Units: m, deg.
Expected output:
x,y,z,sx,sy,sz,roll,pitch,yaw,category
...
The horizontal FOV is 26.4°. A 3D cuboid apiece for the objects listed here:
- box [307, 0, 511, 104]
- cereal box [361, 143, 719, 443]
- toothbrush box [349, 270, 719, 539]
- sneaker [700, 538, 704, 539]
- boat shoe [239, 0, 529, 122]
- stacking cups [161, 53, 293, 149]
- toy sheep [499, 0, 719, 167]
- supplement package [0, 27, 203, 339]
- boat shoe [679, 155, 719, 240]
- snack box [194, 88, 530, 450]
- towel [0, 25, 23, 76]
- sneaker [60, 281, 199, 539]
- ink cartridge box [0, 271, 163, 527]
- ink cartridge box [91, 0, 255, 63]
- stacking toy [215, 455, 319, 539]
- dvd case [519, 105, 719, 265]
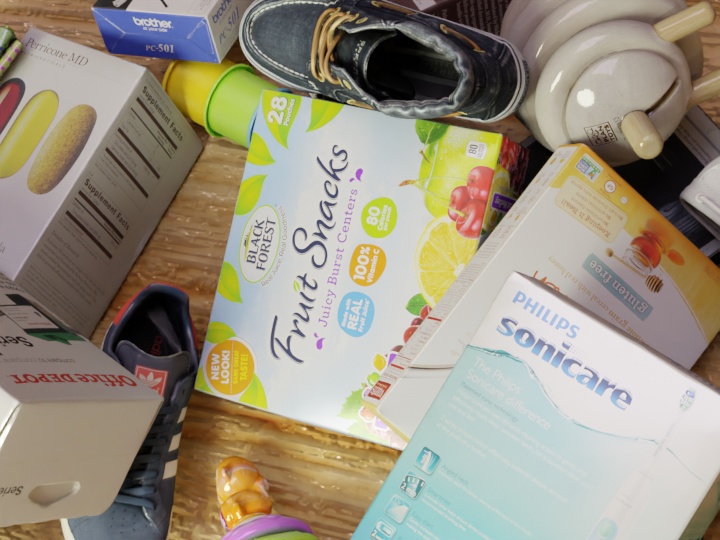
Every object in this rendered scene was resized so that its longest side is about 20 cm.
x,y,z,sx,sy,sz,roll,pitch,yaw,category
0.042,-0.188,1.056,0.200,0.075,0.100,-25,52,-11,box
0.116,0.046,0.908,0.144,0.040,0.200,40,82,-15,cereal box
0.099,0.123,0.809,0.146,0.085,0.200,31,94,22,toothbrush box
0.153,0.187,0.858,0.088,0.075,0.200,-8,62,15,sneaker
-0.003,-0.135,0.922,0.200,0.091,0.071,15,101,27,boat shoe
-0.048,-0.099,1.072,0.200,0.061,0.061,28,76,28,stacking cups
0.153,-0.130,0.955,0.138,0.138,0.200,-24,31,6,toy sheep
-0.219,-0.049,1.076,0.114,0.110,0.200,21,73,26,supplement package
0.265,0.011,0.901,0.068,0.072,0.200,-37,74,3,boat shoe
0.000,0.000,0.970,0.168,0.068,0.200,14,90,23,snack box
-0.311,-0.125,1.129,0.144,0.023,0.200,-54,25,-4,towel
-0.142,0.095,0.971,0.075,0.085,0.200,12,54,-18,sneaker
-0.236,0.057,0.898,0.200,0.146,0.084,33,101,23,ink cartridge box
-0.108,-0.234,1.135,0.094,0.044,0.200,8,48,21,ink cartridge box
-0.051,0.187,0.920,0.110,0.116,0.200,-32,48,3,stacking toy
0.150,-0.033,0.997,0.200,0.025,0.150,-34,59,-1,dvd case
